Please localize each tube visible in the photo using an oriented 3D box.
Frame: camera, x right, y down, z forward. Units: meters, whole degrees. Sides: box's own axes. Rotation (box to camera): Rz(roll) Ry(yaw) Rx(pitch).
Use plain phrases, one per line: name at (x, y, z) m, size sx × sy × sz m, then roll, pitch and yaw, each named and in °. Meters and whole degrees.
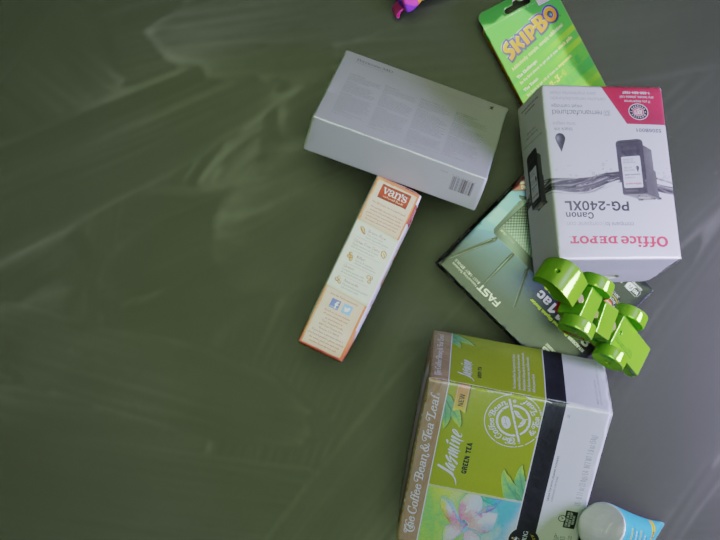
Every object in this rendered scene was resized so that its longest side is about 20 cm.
tube at (0.285, 0.292, 1.520) m, size 0.050 × 0.200 × 0.077 m, roll 39°, pitch 91°, yaw 30°

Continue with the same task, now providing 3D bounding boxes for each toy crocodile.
toy crocodile at (0.251, 0.053, 1.497) m, size 0.062 × 0.200 × 0.068 m, roll 12°, pitch 71°, yaw 44°

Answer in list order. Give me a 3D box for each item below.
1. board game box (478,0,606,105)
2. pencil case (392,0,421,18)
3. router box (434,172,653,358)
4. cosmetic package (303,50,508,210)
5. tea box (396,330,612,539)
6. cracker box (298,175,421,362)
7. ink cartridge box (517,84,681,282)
board game box at (0.220, -0.226, 1.615) m, size 0.095 × 0.030 × 0.200 m, roll -27°, pitch 91°, yaw -1°
pencil case at (0.113, -0.368, 1.596) m, size 0.200 × 0.088 × 0.088 m, roll -27°, pitch 88°, yaw 2°
router box at (0.206, 0.008, 1.588) m, size 0.200 × 0.062 × 0.150 m, roll 44°, pitch 90°, yaw 2°
cosmetic package at (0.053, -0.158, 1.557) m, size 0.200 × 0.151 × 0.052 m, roll 20°, pitch 132°, yaw 2°
tea box at (0.152, 0.194, 1.517) m, size 0.197 × 0.134 × 0.200 m, roll 10°, pitch 111°, yaw 3°
cracker box at (0.000, 0.000, 1.555) m, size 0.058 × 0.134 × 0.200 m, roll 25°, pitch 89°, yaw 1°
ink cartridge box at (0.259, -0.094, 1.529) m, size 0.145 × 0.083 × 0.200 m, roll -1°, pitch 75°, yaw -14°
